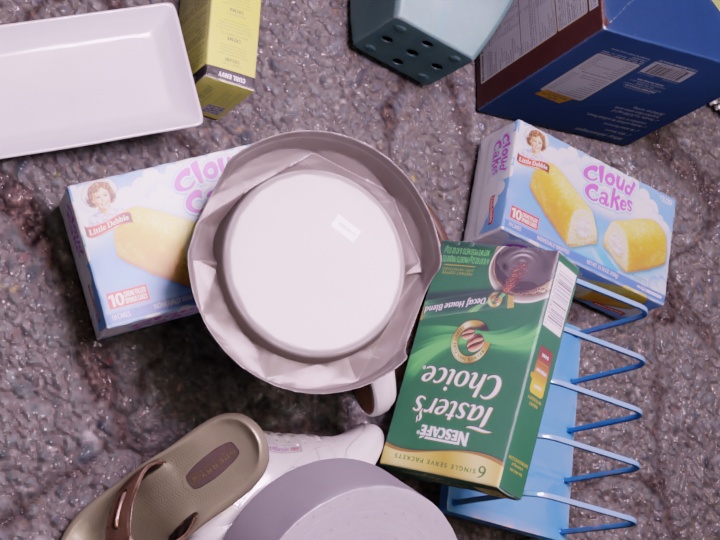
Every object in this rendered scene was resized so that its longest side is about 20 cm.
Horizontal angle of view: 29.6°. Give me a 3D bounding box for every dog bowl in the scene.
[{"bbox_3d":[-0.039,-0.002,1.039,0.197,0.059,0.203,4,76,-16],"label":"dog bowl"}]

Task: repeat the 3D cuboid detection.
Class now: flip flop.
[{"bbox_3d":[-0.150,0.182,1.005,0.199,0.058,0.081,-39,86,-3],"label":"flip flop"}]

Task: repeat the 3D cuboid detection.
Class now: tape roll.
[{"bbox_3d":[-0.017,0.251,1.048,0.198,0.066,0.204,-7,105,-29],"label":"tape roll"}]

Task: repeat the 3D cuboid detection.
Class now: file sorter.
[{"bbox_3d":[0.166,0.118,1.182,0.137,0.122,0.203,19,66,-30],"label":"file sorter"}]

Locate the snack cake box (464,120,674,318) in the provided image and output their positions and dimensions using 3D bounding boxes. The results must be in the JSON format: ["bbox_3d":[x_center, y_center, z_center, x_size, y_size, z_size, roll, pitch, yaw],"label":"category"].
[{"bbox_3d":[0.202,-0.046,1.305,0.198,0.067,0.117,23,66,-24],"label":"snack cake box"}]

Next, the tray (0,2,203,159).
[{"bbox_3d":[-0.232,-0.149,1.091,0.197,0.022,0.109,-12,83,-22],"label":"tray"}]

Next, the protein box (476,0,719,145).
[{"bbox_3d":[0.242,-0.231,1.312,0.196,0.199,0.137,9,71,-28],"label":"protein box"}]

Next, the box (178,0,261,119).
[{"bbox_3d":[-0.120,-0.239,1.174,0.050,0.075,0.203,13,69,-29],"label":"box"}]

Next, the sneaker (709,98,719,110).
[{"bbox_3d":[0.370,-0.262,1.484,0.200,0.069,0.100,41,52,-19],"label":"sneaker"}]

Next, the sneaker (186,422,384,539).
[{"bbox_3d":[-0.065,0.154,1.089,0.198,0.075,0.101,-23,89,-34],"label":"sneaker"}]

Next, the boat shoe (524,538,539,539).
[{"bbox_3d":[0.175,0.333,1.183,0.073,0.069,0.203,1,74,-29],"label":"boat shoe"}]

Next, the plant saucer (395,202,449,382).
[{"bbox_3d":[0.000,0.000,1.180,0.197,0.034,0.204,5,74,-19],"label":"plant saucer"}]

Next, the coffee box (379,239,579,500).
[{"bbox_3d":[0.098,0.078,1.119,0.044,0.122,0.203,34,69,-49],"label":"coffee box"}]

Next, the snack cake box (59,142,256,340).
[{"bbox_3d":[-0.128,-0.029,1.087,0.197,0.067,0.117,-15,84,-21],"label":"snack cake box"}]

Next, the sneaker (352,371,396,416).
[{"bbox_3d":[0.020,0.016,1.123,0.083,0.073,0.203,-5,77,-18],"label":"sneaker"}]

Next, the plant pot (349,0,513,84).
[{"bbox_3d":[0.072,-0.290,1.271,0.140,0.141,0.203,24,72,-22],"label":"plant pot"}]
